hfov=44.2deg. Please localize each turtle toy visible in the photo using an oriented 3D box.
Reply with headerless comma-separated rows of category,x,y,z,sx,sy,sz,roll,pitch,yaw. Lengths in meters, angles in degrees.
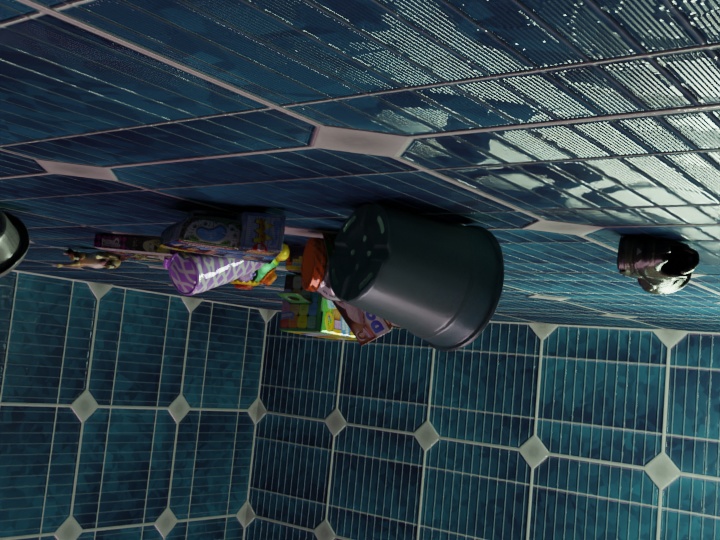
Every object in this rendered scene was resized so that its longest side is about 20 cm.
turtle toy,-0.246,-0.016,1.774,0.146,0.101,0.200,0,172,41

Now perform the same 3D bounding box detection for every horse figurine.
horse figurine,-0.671,-0.029,2.247,0.200,0.050,0.133,-1,-174,5

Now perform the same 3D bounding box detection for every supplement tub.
supplement tub,0.000,0.000,1.606,0.200,0.123,0.123,7,174,-18

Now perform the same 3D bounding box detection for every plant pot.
plant pot,0.072,-0.001,1.305,0.196,0.200,0.200,20,167,-32

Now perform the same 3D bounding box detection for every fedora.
fedora,-0.721,-0.065,1.638,0.200,0.177,0.090,13,145,8

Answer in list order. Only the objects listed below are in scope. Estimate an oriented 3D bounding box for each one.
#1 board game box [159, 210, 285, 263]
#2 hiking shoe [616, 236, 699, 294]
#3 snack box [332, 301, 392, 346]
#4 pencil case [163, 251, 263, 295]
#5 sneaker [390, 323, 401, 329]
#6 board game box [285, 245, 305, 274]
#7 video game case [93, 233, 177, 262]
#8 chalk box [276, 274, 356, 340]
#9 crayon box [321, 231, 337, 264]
board game box,-0.207,-0.060,1.450,0.200,0.062,0.200,9,173,-24
hiking shoe,0.479,-0.003,1.369,0.101,0.076,0.200,4,174,44
snack box,-0.021,0.045,1.704,0.072,0.200,0.024,-30,-173,23
pencil case,-0.260,-0.016,1.609,0.085,0.084,0.200,29,-151,28
sneaker,0.038,0.034,1.728,0.200,0.091,0.076,42,-149,-9
board game box,-0.036,-0.009,1.867,0.200,0.057,0.165,4,172,15
video game case,-0.474,-0.046,2.005,0.181,0.036,0.200,6,174,10
chalk box,-0.085,0.076,1.866,0.125,0.124,0.200,-1,171,44
crayon box,0.039,-0.007,1.463,0.200,0.127,0.051,9,144,-37
